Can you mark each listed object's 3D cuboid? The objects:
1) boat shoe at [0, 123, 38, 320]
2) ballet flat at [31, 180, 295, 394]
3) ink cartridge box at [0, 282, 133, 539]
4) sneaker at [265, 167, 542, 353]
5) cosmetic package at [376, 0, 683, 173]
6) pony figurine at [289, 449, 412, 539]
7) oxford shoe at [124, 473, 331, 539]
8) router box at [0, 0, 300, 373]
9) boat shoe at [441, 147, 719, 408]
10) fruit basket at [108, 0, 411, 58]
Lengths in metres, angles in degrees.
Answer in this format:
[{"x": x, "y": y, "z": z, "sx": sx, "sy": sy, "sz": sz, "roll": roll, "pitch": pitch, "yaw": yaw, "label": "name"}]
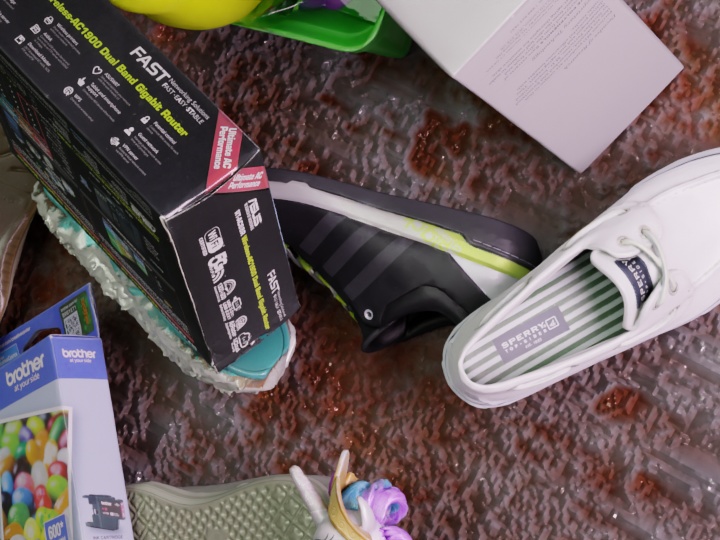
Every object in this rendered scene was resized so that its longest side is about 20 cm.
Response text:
[{"x": -0.235, "y": -0.004, "z": 1.296, "sx": 0.072, "sy": 0.065, "sz": 0.200, "roll": 25, "pitch": 87, "yaw": -10, "label": "boat shoe"}, {"x": -0.106, "y": 0.008, "z": 1.238, "sx": 0.200, "sy": 0.072, "sz": 0.072, "roll": 44, "pitch": 97, "yaw": 27, "label": "ballet flat"}, {"x": -0.178, "y": 0.118, "z": 1.230, "sx": 0.119, "sy": 0.042, "sz": 0.200, "roll": -29, "pitch": 63, "yaw": 45, "label": "ink cartridge box"}, {"x": 0.000, "y": 0.000, "z": 1.186, "sx": 0.200, "sy": 0.072, "sz": 0.083, "roll": 13, "pitch": 85, "yaw": 26, "label": "sneaker"}, {"x": 0.075, "y": -0.131, "z": 1.110, "sx": 0.085, "sy": 0.200, "sz": 0.108, "roll": -46, "pitch": 67, "yaw": 10, "label": "cosmetic package"}, {"x": 0.013, "y": 0.210, "z": 1.076, "sx": 0.193, "sy": 0.167, "sz": 0.200, "roll": 28, "pitch": 96, "yaw": 19, "label": "pony figurine"}, {"x": -0.080, "y": 0.146, "z": 1.200, "sx": 0.200, "sy": 0.058, "sz": 0.075, "roll": -13, "pitch": 81, "yaw": 36, "label": "oxford shoe"}, {"x": -0.121, "y": -0.062, "z": 1.154, "sx": 0.062, "sy": 0.150, "sz": 0.200, "roll": -36, "pitch": 62, "yaw": -16, "label": "router box"}, {"x": 0.132, "y": 0.009, "z": 1.108, "sx": 0.200, "sy": 0.067, "sz": 0.074, "roll": -37, "pitch": 90, "yaw": 1, "label": "boat shoe"}, {"x": -0.069, "y": -0.191, "z": 1.187, "sx": 0.215, "sy": 0.216, "sz": 0.156, "roll": 16, "pitch": 84, "yaw": 26, "label": "fruit basket"}]
